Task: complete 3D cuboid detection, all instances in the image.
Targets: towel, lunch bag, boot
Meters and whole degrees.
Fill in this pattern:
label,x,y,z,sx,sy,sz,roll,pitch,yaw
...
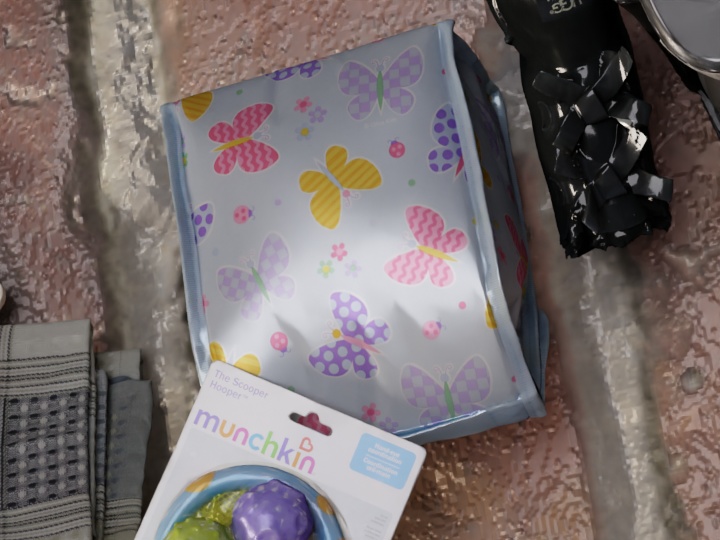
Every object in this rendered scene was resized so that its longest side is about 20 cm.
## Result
label,x,y,z,sx,sy,sz,roll,pitch,yaw
towel,-0.206,0.099,1.158,0.198,0.035,0.193,0,40,-4
lunch bag,0.000,0.000,1.141,0.168,0.127,0.202,-17,64,14
boot,0.106,-0.103,1.130,0.073,0.198,0.164,-17,104,5

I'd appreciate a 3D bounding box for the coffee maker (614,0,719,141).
label,x,y,z,sx,sy,sz,roll,pitch,yaw
coffee maker,0.170,-0.155,1.069,0.192,0.200,0.135,43,94,22

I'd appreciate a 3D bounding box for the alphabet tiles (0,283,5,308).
label,x,y,z,sx,sy,sz,roll,pitch,yaw
alphabet tiles,-0.304,0.011,1.274,0.195,0.015,0.200,31,75,26

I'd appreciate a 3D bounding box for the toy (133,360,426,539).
label,x,y,z,sx,sy,sz,roll,pitch,yaw
toy,-0.060,0.152,1.046,0.114,0.047,0.201,22,83,9
